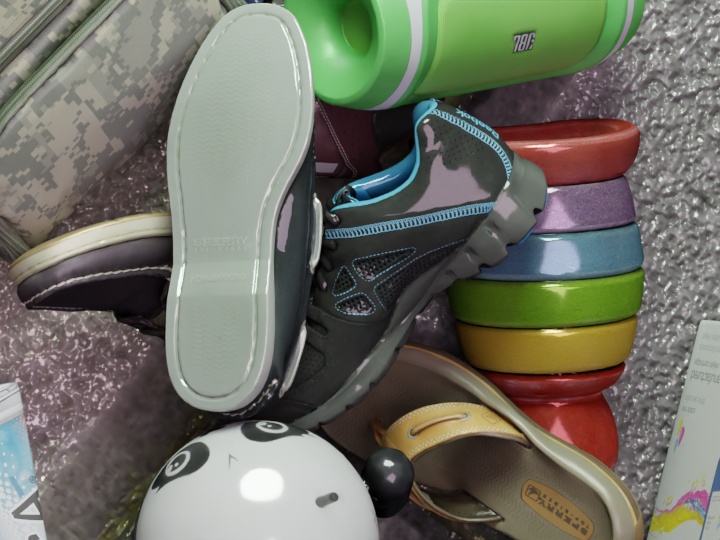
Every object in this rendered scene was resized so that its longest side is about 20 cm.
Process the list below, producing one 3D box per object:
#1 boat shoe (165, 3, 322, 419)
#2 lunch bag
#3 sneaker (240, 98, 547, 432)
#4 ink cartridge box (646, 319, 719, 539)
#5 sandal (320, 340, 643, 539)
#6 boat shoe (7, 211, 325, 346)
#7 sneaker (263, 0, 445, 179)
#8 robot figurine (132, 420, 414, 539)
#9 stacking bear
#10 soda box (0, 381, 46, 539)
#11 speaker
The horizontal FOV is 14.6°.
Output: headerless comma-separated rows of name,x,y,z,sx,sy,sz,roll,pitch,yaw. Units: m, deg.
boat shoe,-0.055,-0.028,1.373,0.075,0.060,0.202,9,84,20
lunch bag,-0.163,-0.120,1.401,0.200,0.139,0.168,-46,121,-6
sneaker,0.000,0.000,1.411,0.082,0.073,0.200,40,100,-19
ink cartridge box,0.220,0.134,1.502,0.087,0.145,0.202,13,89,-14
sandal,0.053,0.101,1.449,0.054,0.199,0.081,-28,142,-49
boat shoe,-0.084,0.008,1.426,0.199,0.072,0.065,-4,75,-40
sneaker,-0.004,-0.141,1.480,0.115,0.076,0.202,9,90,-30
robot figurine,-0.054,0.145,1.401,0.124,0.200,0.151,22,73,3
stacking bear,0.097,0.027,1.489,0.120,0.114,0.202,-5,98,-14
soda box,-0.189,0.162,1.416,0.068,0.064,0.202,-9,82,-14
speaker,0.056,-0.134,1.432,0.199,0.088,0.089,-14,97,-43
